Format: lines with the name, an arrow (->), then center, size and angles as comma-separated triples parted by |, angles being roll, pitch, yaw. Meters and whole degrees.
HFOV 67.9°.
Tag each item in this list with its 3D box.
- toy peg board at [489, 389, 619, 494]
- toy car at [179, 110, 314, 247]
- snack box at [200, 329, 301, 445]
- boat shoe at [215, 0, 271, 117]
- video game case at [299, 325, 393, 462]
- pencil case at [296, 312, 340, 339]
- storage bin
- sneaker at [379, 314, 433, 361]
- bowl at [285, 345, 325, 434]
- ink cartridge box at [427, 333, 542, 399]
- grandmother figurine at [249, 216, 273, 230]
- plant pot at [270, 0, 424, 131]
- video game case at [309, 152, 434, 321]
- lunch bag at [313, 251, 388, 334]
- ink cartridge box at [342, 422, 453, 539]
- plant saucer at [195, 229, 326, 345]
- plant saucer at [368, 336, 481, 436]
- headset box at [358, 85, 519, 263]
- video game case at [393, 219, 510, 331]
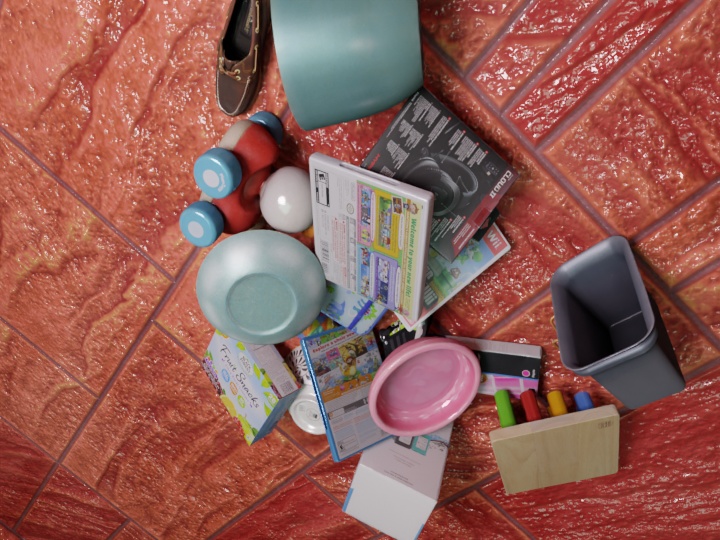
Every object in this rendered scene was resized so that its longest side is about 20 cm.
toy peg board -> 0.319, 0.271, 0.902 | 0.193, 0.100, 0.203 | -16, 133, 11
toy car -> -0.132, -0.103, 0.800 | 0.196, 0.186, 0.179 | 31, 126, -3
snack box -> -0.219, 0.204, 1.042 | 0.201, 0.067, 0.170 | 50, 129, 19
boat shoe -> -0.175, -0.310, 0.761 | 0.069, 0.071, 0.203 | 26, 127, 2
video game case -> -0.014, 0.197, 0.910 | 0.018, 0.139, 0.207 | -29, 76, 56
pencil case -> -0.035, 0.156, 0.970 | 0.087, 0.089, 0.202 | -33, 98, 33
storage bin -> 0.349, 0.084, 0.734 | 0.134, 0.203, 0.144 | 41, 126, -20
sneaker -> 0.070, 0.117, 0.926 | 0.080, 0.072, 0.205 | 21, 124, 10
bowl -> -0.081, 0.254, 1.052 | 0.194, 0.095, 0.207 | 9, 122, 14
ink cartridge box -> 0.210, 0.166, 0.927 | 0.193, 0.037, 0.098 | 6, 122, 20
grandmother figurine -> -0.146, 0.004, 0.951 | 0.119, 0.060, 0.204 | 7, 130, 50
plant pot -> -0.003, -0.281, 0.643 | 0.155, 0.203, 0.207 | -3, 120, 10
video game case -> 0.011, -0.042, 0.726 | 0.178, 0.022, 0.205 | 24, 135, 25
lunch bag -> 0.000, 0.000, 0.877 | 0.159, 0.083, 0.201 | 35, 127, -6
ink cartridge box -> 0.075, 0.349, 0.984 | 0.142, 0.201, 0.150 | 22, 126, 7
plant saucer -> -0.146, 0.041, 0.791 | 0.193, 0.039, 0.207 | -4, 122, -6
plant saucer -> 0.103, 0.186, 0.884 | 0.193, 0.051, 0.206 | -9, 125, -12
headset box -> 0.106, -0.122, 0.730 | 0.198, 0.077, 0.150 | 38, 97, -7
video game case -> 0.106, -0.028, 0.792 | 0.198, 0.017, 0.144 | -39, 98, 3
